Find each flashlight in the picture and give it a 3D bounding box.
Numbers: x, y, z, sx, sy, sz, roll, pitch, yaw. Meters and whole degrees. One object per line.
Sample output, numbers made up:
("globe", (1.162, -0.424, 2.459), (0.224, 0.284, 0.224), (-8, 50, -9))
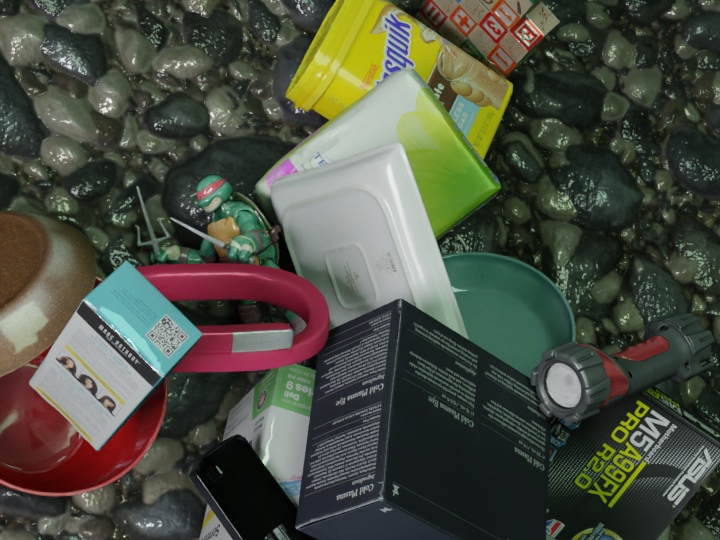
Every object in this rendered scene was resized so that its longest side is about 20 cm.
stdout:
("flashlight", (0.235, 0.079, 1.518), (0.199, 0.068, 0.068), (-18, 113, -45))

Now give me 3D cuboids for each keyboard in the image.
("keyboard", (-0.076, 0.234, 1.370), (0.201, 0.040, 0.104), (54, 35, 6))

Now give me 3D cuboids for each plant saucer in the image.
("plant saucer", (0.107, 0.068, 1.644), (0.198, 0.036, 0.201), (-3, 48, 3))
("plant saucer", (-0.312, 0.013, 1.380), (0.199, 0.037, 0.201), (-11, 41, 9))

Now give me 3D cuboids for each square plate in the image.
("square plate", (0.000, 0.000, 1.529), (0.028, 0.197, 0.202), (-23, 97, -37))

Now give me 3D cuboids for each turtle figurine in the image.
("turtle figurine", (-0.115, -0.013, 1.558), (0.100, 0.149, 0.201), (-36, 99, -28))

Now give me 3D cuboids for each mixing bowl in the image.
("mixing bowl", (-0.273, 0.108, 1.453), (0.198, 0.108, 0.202), (9, 64, -20))

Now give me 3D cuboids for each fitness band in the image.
("fitness band", (-0.122, 0.037, 1.418), (0.198, 0.144, 0.038), (0, 113, -17))

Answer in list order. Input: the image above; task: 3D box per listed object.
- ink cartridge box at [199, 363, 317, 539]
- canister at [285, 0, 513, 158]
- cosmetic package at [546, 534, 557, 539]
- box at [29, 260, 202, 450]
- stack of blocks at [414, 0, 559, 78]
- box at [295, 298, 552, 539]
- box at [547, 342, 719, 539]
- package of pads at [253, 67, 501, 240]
("ink cartridge box", (-0.075, 0.200, 1.482), (0.087, 0.145, 0.202), (18, 63, -16))
("canister", (0.043, -0.184, 1.734), (0.199, 0.087, 0.149), (32, 59, -11))
("cosmetic package", (0.098, 0.265, 1.556), (0.199, 0.107, 0.091), (28, 58, -13))
("box", (-0.193, 0.070, 1.325), (0.082, 0.200, 0.049), (44, 59, -1))
("stack of blocks", (0.143, -0.273, 1.747), (0.115, 0.200, 0.059), (46, 60, 1))
("box", (0.058, 0.156, 1.428), (0.199, 0.104, 0.183), (32, 49, -33))
("box", (0.220, 0.192, 1.602), (0.160, 0.201, 0.044), (34, 17, -7))
("package of pads", (0.013, -0.080, 1.637), (0.199, 0.068, 0.155), (-36, 86, 2))
